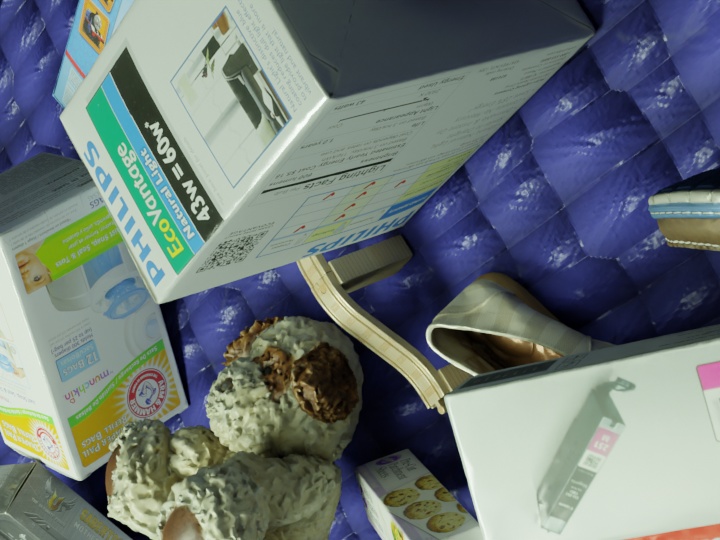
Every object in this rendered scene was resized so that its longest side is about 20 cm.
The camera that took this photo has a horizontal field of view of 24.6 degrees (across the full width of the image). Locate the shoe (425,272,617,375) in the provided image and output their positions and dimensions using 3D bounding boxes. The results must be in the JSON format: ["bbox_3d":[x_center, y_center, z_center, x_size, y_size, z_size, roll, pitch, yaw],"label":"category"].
[{"bbox_3d":[0.118,0.067,0.902,0.199,0.053,0.070,31,127,37],"label":"shoe"}]

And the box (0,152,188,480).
[{"bbox_3d":[-0.217,0.032,1.198,0.101,0.112,0.201,15,127,44],"label":"box"}]

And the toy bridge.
[{"bbox_3d":[0.000,0.000,0.997,0.201,0.067,0.027,59,139,13],"label":"toy bridge"}]

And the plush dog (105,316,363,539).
[{"bbox_3d":[-0.053,0.112,1.044,0.200,0.160,0.173,19,85,66],"label":"plush dog"}]

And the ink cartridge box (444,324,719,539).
[{"bbox_3d":[0.158,0.122,0.834,0.199,0.043,0.175,-14,95,26],"label":"ink cartridge box"}]

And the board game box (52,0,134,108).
[{"bbox_3d":[-0.135,-0.147,1.110,0.151,0.036,0.201,49,137,23],"label":"board game box"}]

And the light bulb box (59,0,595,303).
[{"bbox_3d":[-0.022,-0.102,0.876,0.200,0.197,0.125,-44,71,46],"label":"light bulb box"}]

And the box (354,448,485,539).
[{"bbox_3d":[0.035,0.148,0.964,0.200,0.041,0.039,-146,39,-79],"label":"box"}]

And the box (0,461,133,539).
[{"bbox_3d":[-0.231,0.230,1.292,0.200,0.049,0.158,44,146,-23],"label":"box"}]

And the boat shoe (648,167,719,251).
[{"bbox_3d":[0.217,-0.011,0.744,0.199,0.072,0.073,4,110,48],"label":"boat shoe"}]
